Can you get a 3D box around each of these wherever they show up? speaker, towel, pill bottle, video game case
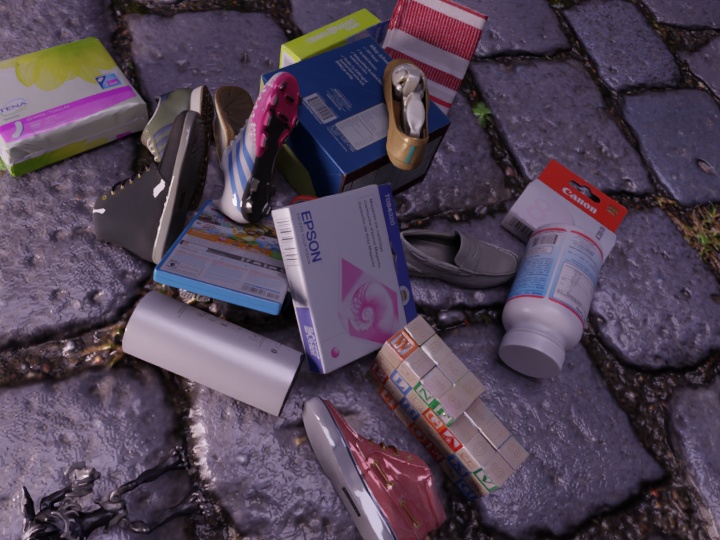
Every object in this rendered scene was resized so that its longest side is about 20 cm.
[{"bbox_3d":[-0.171,0.096,0.705,0.199,0.081,0.082,23,57,-1],"label":"speaker"},{"bbox_3d":[0.100,-0.337,0.970,0.143,0.201,0.023,23,26,0],"label":"towel"},{"bbox_3d":[0.260,0.041,0.827,0.108,0.109,0.201,27,63,2],"label":"pill bottle"},{"bbox_3d":[-0.149,-0.023,0.738,0.142,0.018,0.200,16,29,-4],"label":"video game case"}]

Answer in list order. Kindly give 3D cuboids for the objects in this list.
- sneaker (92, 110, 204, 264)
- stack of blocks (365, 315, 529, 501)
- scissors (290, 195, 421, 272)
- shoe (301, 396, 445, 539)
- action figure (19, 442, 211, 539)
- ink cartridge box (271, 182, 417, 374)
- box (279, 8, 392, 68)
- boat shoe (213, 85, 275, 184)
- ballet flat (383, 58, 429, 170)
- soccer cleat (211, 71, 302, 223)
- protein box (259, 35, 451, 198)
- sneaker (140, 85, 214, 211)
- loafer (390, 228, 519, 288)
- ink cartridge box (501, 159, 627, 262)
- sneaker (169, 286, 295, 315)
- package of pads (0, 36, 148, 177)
[{"bbox_3d":[-0.269,-0.114,0.754,0.106,0.075,0.201,19,99,1],"label":"sneaker"},{"bbox_3d":[0.101,0.165,0.714,0.058,0.115,0.200,-34,73,-28],"label":"stack of blocks"},{"bbox_3d":[-0.005,-0.050,0.824,0.199,0.074,0.014,16,30,8],"label":"scissors"},{"bbox_3d":[0.014,0.222,0.688,0.091,0.072,0.201,-24,74,-27],"label":"shoe"},{"bbox_3d":[-0.257,0.243,0.586,0.199,0.102,0.119,-20,79,-26],"label":"action figure"},{"bbox_3d":[0.000,0.000,0.742,0.199,0.043,0.198,-20,101,-39],"label":"ink cartridge box"},{"bbox_3d":[-0.043,-0.337,0.966,0.200,0.122,0.048,-36,72,-29],"label":"box"},{"bbox_3d":[-0.170,-0.168,0.868,0.074,0.066,0.201,-5,68,-21],"label":"boat shoe"},{"bbox_3d":[0.069,-0.227,0.805,0.068,0.063,0.201,5,60,-13],"label":"ballet flat"},{"bbox_3d":[-0.141,-0.162,0.774,0.086,0.070,0.201,16,90,28],"label":"soccer cleat"},{"bbox_3d":[-0.016,-0.207,0.889,0.199,0.135,0.199,-31,72,-27],"label":"protein box"},{"bbox_3d":[-0.268,-0.173,0.854,0.089,0.067,0.201,-1,67,7],"label":"sneaker"},{"bbox_3d":[0.139,-0.020,0.858,0.199,0.070,0.070,4,59,-12],"label":"loafer"},{"bbox_3d":[0.342,-0.096,0.970,0.162,0.057,0.200,37,63,9],"label":"ink cartridge box"},{"bbox_3d":[-0.140,-0.002,0.777,0.199,0.075,0.087,12,52,-7],"label":"sneaker"},{"bbox_3d":[-0.426,-0.238,0.841,0.199,0.068,0.155,-30,72,-28],"label":"package of pads"}]
